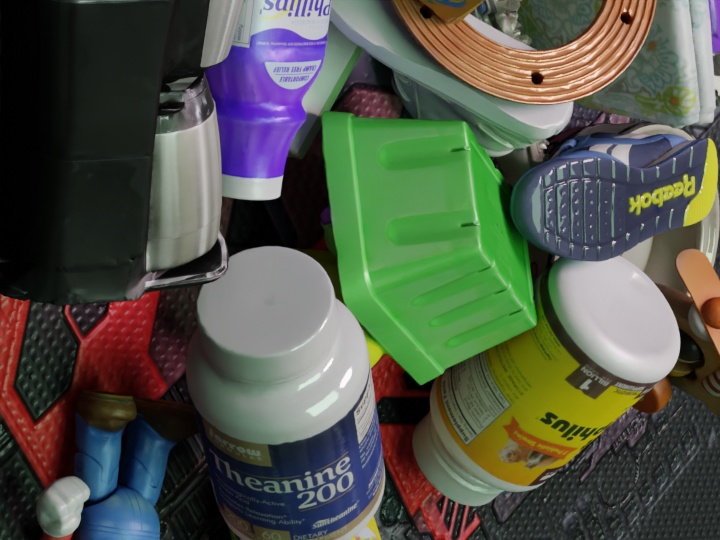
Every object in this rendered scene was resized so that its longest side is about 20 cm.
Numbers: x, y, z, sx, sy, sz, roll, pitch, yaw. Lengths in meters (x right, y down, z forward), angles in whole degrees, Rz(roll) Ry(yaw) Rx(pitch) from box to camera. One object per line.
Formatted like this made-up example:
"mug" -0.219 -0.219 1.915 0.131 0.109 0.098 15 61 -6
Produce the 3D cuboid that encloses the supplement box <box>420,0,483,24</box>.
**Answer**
"supplement box" 0.085 -0.252 1.567 0.067 0.069 0.200 34 66 -15

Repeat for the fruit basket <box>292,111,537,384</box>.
"fruit basket" 0.000 0.000 1.670 0.216 0.215 0.156 20 57 -49

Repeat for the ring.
"ring" 0.097 -0.198 1.607 0.200 0.019 0.201 6 74 -23

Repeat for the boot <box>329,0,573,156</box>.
"boot" 0.034 -0.136 1.625 0.200 0.096 0.074 35 64 -13

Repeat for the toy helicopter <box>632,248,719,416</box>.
"toy helicopter" 0.272 0.066 1.818 0.079 0.200 0.132 -44 149 -27

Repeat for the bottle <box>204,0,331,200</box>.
"bottle" -0.059 -0.144 1.525 0.083 0.065 0.200 -6 108 -47

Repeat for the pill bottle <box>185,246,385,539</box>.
"pill bottle" -0.047 0.079 1.555 0.111 0.111 0.200 -47 151 -26

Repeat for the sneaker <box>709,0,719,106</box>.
"sneaker" 0.222 -0.204 1.886 0.200 0.070 0.100 35 70 -52

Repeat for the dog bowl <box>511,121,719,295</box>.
"dog bowl" 0.179 -0.019 1.893 0.200 0.074 0.200 -19 117 -42

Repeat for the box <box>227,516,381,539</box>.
"box" -0.030 0.200 1.698 0.117 0.048 0.200 22 44 -48

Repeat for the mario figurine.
"mario figurine" -0.141 0.179 1.578 0.123 0.106 0.200 8 89 -4

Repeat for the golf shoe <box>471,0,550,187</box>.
"golf shoe" 0.074 -0.133 1.740 0.078 0.097 0.200 -82 157 -53

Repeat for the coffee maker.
"coffee maker" -0.158 -0.089 1.433 0.192 0.135 0.200 -23 130 -39

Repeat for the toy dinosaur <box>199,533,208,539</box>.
"toy dinosaur" -0.128 0.271 1.659 0.135 0.086 0.200 15 86 -42

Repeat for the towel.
"towel" 0.162 -0.199 1.736 0.048 0.171 0.200 -34 125 -37

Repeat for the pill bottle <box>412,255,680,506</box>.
"pill bottle" 0.123 0.080 1.780 0.109 0.109 0.200 -8 150 -46

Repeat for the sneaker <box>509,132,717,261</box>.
"sneaker" 0.160 -0.054 1.742 0.200 0.082 0.074 -11 110 -46

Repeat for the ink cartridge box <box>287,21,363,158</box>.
"ink cartridge box" -0.068 -0.181 1.587 0.200 0.048 0.146 42 72 -45
